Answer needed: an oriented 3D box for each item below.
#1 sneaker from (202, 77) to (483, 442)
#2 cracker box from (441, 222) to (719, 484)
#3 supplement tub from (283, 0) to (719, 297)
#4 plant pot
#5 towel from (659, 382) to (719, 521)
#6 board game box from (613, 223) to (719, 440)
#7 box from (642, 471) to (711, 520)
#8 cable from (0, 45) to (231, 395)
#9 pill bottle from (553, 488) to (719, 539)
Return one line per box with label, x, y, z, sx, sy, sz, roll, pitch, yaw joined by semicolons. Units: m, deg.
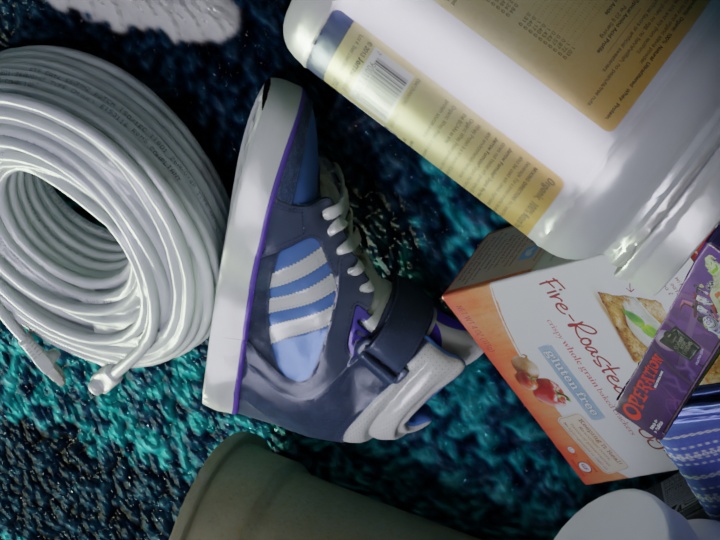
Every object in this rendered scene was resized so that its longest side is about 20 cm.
sneaker;0.000;0.000;1.372;0.146;0.081;0.201;10;118;-4
cracker box;0.153;0.028;1.266;0.200;0.058;0.134;-17;118;48
supplement tub;0.083;-0.096;1.121;0.200;0.144;0.144;38;144;2
plant pot;-0.004;0.209;1.503;0.183;0.201;0.201;11;137;17
towel;0.226;0.101;1.220;0.144;0.024;0.200;-9;146;21
board game box;0.175;-0.032;1.063;0.032;0.200;0.120;36;143;6
box;0.154;0.204;1.373;0.200;0.048;0.159;-31;112;14
cable;-0.156;-0.033;1.458;0.200;0.069;0.200;-20;114;49
pill bottle;0.178;0.188;1.256;0.200;0.109;0.109;38;148;-31
